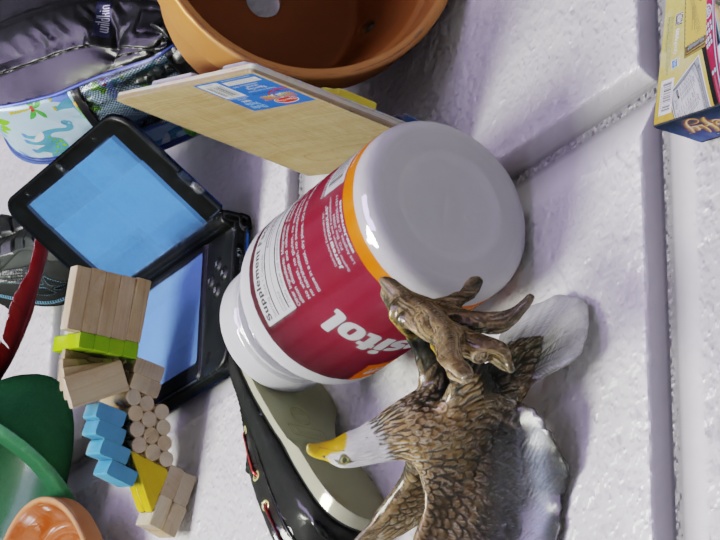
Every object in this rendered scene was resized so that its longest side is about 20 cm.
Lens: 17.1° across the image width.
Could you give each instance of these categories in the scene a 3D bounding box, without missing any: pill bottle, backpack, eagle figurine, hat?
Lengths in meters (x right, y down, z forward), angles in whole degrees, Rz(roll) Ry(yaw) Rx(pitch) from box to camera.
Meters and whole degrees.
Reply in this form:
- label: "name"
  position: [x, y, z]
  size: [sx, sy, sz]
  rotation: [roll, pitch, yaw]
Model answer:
- label: "pill bottle"
  position: [0.000, 0.000, 1.420]
  size: [0.200, 0.113, 0.113]
  rotation: [-36, 47, 51]
- label: "backpack"
  position: [-0.192, -0.168, 1.767]
  size: [0.200, 0.147, 0.183]
  rotation: [-18, 53, 16]
- label: "eagle figurine"
  position: [0.044, 0.106, 1.308]
  size: [0.152, 0.151, 0.200]
  rotation: [-48, -43, -55]
- label: "hat"
  position: [-0.251, 0.101, 1.881]
  size: [0.176, 0.166, 0.200]
  rotation: [-58, 0, -38]

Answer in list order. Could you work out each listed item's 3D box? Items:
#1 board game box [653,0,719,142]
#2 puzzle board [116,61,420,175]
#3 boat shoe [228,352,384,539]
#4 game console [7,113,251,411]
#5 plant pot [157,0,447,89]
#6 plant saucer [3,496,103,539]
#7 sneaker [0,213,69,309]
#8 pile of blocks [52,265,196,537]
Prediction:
- label: "board game box"
  position: [0.209, -0.175, 1.200]
  size: [0.135, 0.035, 0.200]
  rotation: [-16, 63, 59]
- label: "puzzle board"
  position: [-0.048, -0.097, 1.512]
  size: [0.200, 0.151, 0.017]
  rotation: [-4, 68, 61]
- label: "boat shoe"
  position: [-0.046, 0.111, 1.492]
  size: [0.063, 0.074, 0.201]
  rotation: [-54, 38, 21]
- label: "game console"
  position: [-0.175, 0.009, 1.733]
  size: [0.200, 0.118, 0.171]
  rotation: [-32, 49, 53]
- label: "plant pot"
  position: [-0.050, -0.195, 1.543]
  size: [0.140, 0.200, 0.200]
  rotation: [132, 145, -68]
- label: "plant saucer"
  position: [-0.225, 0.268, 1.771]
  size: [0.200, 0.032, 0.200]
  rotation: [-14, 73, 58]
- label: "sneaker"
  position: [-0.241, -0.016, 1.926]
  size: [0.200, 0.082, 0.073]
  rotation: [-11, 46, 40]
- label: "pile of blocks"
  position: [-0.178, 0.095, 1.685]
  size: [0.062, 0.082, 0.200]
  rotation: [-12, 92, 59]
